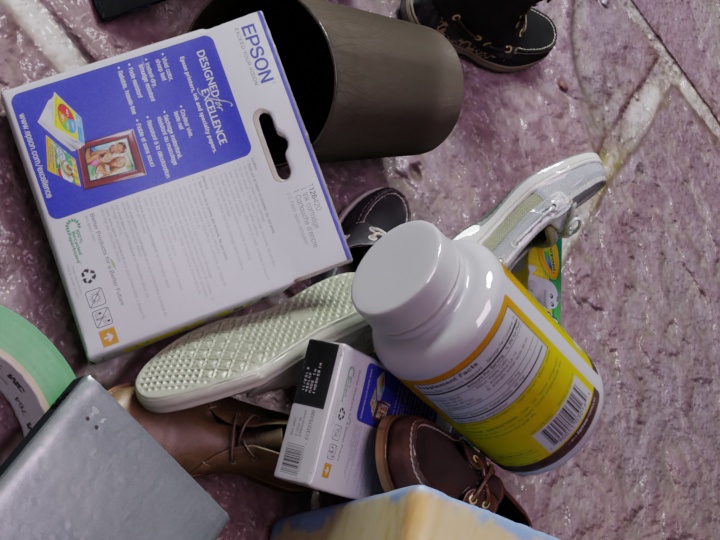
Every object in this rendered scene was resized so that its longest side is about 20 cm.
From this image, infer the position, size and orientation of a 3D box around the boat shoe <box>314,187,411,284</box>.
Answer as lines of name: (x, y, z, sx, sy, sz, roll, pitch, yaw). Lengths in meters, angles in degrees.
boat shoe: (0.000, 0.000, 0.913, 0.074, 0.060, 0.201, 47, 52, -15)

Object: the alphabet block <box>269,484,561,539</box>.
alphabet block: (0.043, 0.286, 0.762, 0.194, 0.195, 0.203, 25, 59, -26)

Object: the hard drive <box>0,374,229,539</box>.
hard drive: (-0.182, 0.185, 0.663, 0.140, 0.033, 0.201, 49, 52, -19)

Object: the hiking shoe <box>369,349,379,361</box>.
hiking shoe: (0.042, 0.084, 0.918, 0.087, 0.074, 0.202, 42, 64, -25)

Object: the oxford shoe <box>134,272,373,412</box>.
oxford shoe: (-0.065, 0.063, 0.788, 0.198, 0.075, 0.059, -22, 130, -25)

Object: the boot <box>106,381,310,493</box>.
boot: (-0.095, 0.116, 0.790, 0.198, 0.075, 0.075, 16, 67, -31)

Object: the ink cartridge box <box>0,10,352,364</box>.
ink cartridge box: (-0.131, -0.061, 0.790, 0.197, 0.047, 0.201, -19, 84, -13)

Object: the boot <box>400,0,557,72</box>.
boot: (0.155, -0.263, 1.068, 0.197, 0.150, 0.075, 6, 70, -36)

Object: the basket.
basket: (-0.017, -0.154, 0.904, 0.198, 0.179, 0.138, -5, 110, -48)

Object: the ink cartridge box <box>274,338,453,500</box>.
ink cartridge box: (0.012, 0.121, 0.800, 0.199, 0.037, 0.096, 32, 69, -55)

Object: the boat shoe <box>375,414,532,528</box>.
boat shoe: (0.074, 0.160, 0.812, 0.200, 0.069, 0.071, 49, 44, -51)

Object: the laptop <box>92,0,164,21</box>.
laptop: (-0.140, -0.316, 0.829, 0.197, 0.103, 0.180, -19, 85, -3)

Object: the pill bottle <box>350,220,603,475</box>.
pill bottle: (0.083, 0.055, 0.783, 0.200, 0.108, 0.110, 43, 52, -33)

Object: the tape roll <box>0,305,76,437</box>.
tape roll: (-0.264, 0.115, 0.675, 0.198, 0.048, 0.204, 14, 66, -34)

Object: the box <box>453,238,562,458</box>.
box: (0.120, 0.069, 0.946, 0.048, 0.117, 0.203, 21, 63, -29)

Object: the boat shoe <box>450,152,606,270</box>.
boat shoe: (0.125, -0.021, 0.883, 0.201, 0.075, 0.065, -36, 77, -17)
